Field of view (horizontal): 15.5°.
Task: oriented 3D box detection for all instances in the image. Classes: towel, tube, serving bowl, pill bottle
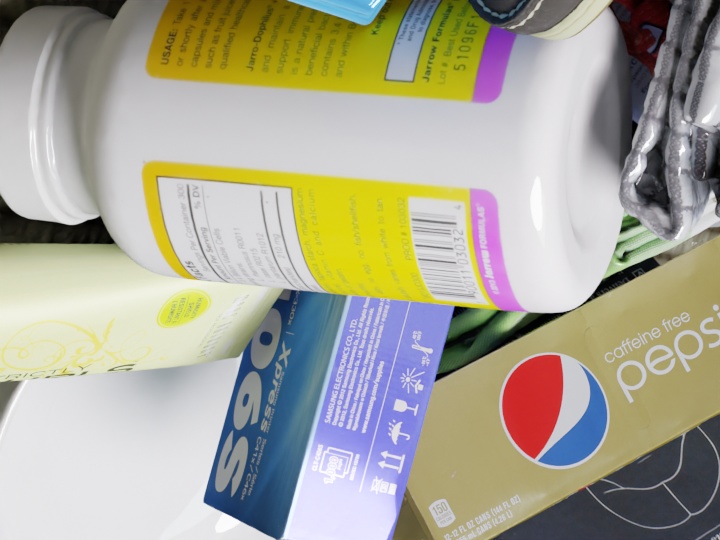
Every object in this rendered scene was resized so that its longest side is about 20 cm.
[{"bbox_3d":[0.155,-0.102,0.869,0.166,0.085,0.201,-14,120,-78],"label":"towel"},{"bbox_3d":[-0.120,0.015,0.914,0.199,0.058,0.052,-1,101,-27],"label":"tube"},{"bbox_3d":[-0.078,0.068,1.042,0.200,0.066,0.201,-17,120,-33],"label":"serving bowl"},{"bbox_3d":[-0.018,-0.046,0.868,0.104,0.199,0.105,6,90,-70],"label":"pill bottle"},{"bbox_3d":[0.128,-0.018,1.063,0.200,0.031,0.149,-28,174,-36],"label":"towel"}]

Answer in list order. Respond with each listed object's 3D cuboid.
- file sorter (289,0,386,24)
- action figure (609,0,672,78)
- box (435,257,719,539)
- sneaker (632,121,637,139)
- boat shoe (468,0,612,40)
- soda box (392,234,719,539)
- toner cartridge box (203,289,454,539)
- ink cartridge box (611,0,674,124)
[{"bbox_3d":[-0.016,-0.196,0.763,0.139,0.123,0.200,11,120,-53],"label":"file sorter"},{"bbox_3d":[0.075,-0.145,0.875,0.065,0.099,0.200,-35,121,-8],"label":"action figure"},{"bbox_3d":[0.089,0.084,1.139,0.148,0.200,0.107,-27,150,-24],"label":"box"},{"bbox_3d":[0.098,-0.043,1.122,0.200,0.078,0.085,-34,150,-14],"label":"sneaker"},{"bbox_3d":[0.056,-0.152,0.722,0.066,0.072,0.201,-7,134,-31],"label":"boat shoe"},{"bbox_3d":[0.089,0.050,1.045,0.200,0.064,0.068,-27,174,-23],"label":"soda box"},{"bbox_3d":[0.000,0.000,0.963,0.043,0.095,0.201,16,87,-22],"label":"toner cartridge box"},{"bbox_3d":[0.108,-0.173,0.955,0.200,0.043,0.197,37,91,-28],"label":"ink cartridge box"}]
